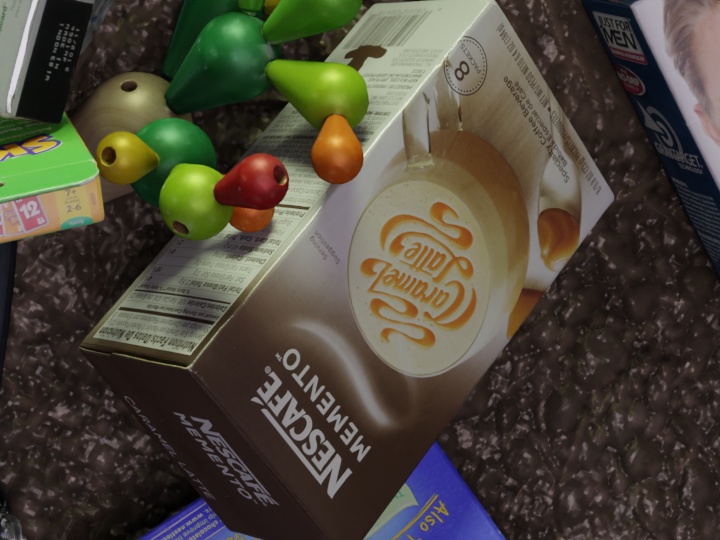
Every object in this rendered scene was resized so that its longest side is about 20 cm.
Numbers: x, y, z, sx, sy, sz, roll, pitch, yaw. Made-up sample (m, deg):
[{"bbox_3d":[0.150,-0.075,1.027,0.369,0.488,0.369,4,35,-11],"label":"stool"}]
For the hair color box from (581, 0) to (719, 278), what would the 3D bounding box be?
[{"bbox_3d":[0.191,-0.059,0.867,0.100,0.061,0.200,-32,108,-6],"label":"hair color box"}]

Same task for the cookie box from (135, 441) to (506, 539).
[{"bbox_3d":[-0.001,0.176,0.807,0.171,0.075,0.200,-33,69,-6],"label":"cookie box"}]

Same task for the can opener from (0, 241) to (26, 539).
[{"bbox_3d":[-0.166,0.051,0.794,0.078,0.063,0.201,10,100,-16],"label":"can opener"}]

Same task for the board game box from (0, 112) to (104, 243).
[{"bbox_3d":[-0.152,-0.039,0.704,0.095,0.200,0.030,-13,107,-12],"label":"board game box"}]

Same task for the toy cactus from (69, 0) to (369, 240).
[{"bbox_3d":[-0.070,-0.074,0.753,0.165,0.201,0.102,-31,132,33],"label":"toy cactus"}]

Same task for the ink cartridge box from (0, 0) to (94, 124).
[{"bbox_3d":[-0.178,-0.127,0.712,0.037,0.199,0.095,3,107,-60],"label":"ink cartridge box"}]

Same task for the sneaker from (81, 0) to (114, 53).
[{"bbox_3d":[-0.108,-0.176,0.754,0.087,0.075,0.200,30,82,7],"label":"sneaker"}]

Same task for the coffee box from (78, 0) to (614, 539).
[{"bbox_3d":[0.000,0.000,0.772,0.200,0.080,0.114,-52,123,-24],"label":"coffee box"}]
